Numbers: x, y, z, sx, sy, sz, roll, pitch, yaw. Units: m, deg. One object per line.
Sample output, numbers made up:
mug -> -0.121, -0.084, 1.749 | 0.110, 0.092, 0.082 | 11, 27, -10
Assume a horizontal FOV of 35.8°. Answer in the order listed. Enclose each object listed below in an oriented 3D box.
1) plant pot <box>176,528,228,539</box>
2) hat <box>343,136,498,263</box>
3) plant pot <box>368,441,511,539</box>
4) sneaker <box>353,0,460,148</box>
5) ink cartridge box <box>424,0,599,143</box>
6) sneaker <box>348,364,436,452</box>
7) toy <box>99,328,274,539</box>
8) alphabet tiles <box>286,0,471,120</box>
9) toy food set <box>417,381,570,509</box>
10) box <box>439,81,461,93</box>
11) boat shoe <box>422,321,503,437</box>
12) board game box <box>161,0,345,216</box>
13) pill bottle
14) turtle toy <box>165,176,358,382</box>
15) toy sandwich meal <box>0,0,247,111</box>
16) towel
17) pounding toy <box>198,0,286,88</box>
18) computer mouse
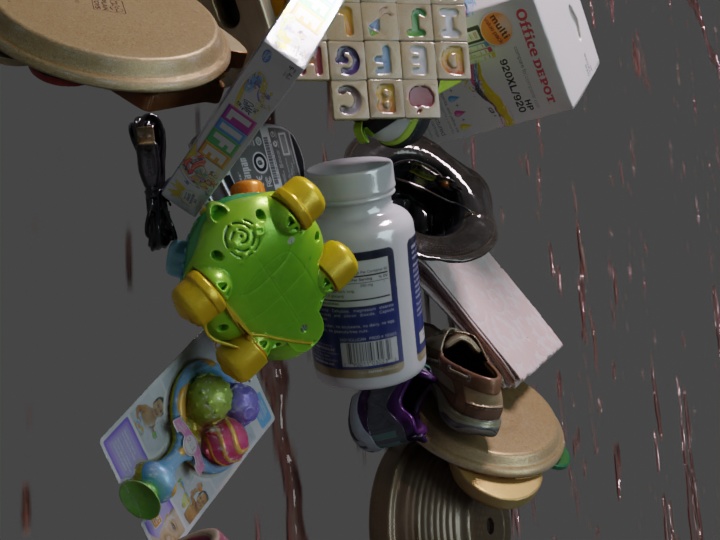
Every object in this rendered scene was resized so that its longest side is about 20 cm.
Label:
plant pot -> -0.104, 0.291, 0.776 | 0.180, 0.199, 0.200 | 59, 35, -5
hat -> 0.051, -0.060, 1.187 | 0.199, 0.081, 0.202 | 20, 40, -17
plant pot -> 0.098, 0.271, 1.181 | 0.200, 0.092, 0.203 | 25, 61, -54
sneaker -> 0.033, -0.207, 0.990 | 0.082, 0.071, 0.202 | 17, 77, -42
ink cartridge box -> 0.157, -0.260, 1.319 | 0.148, 0.198, 0.145 | 64, 35, -23
sneaker -> 0.046, 0.087, 1.150 | 0.074, 0.087, 0.202 | 34, 54, -49
toy -> -0.122, 0.128, 0.908 | 0.200, 0.047, 0.116 | -48, 122, -51
alphabet tiles -> 0.015, -0.229, 0.959 | 0.165, 0.006, 0.203 | -3, 86, -21
toy food set -> 0.128, 0.163, 1.194 | 0.197, 0.199, 0.049 | -25, 137, -52
box -> 0.033, -0.271, 1.187 | 0.121, 0.048, 0.201 | -30, 123, -14
boat shoe -> 0.101, 0.096, 1.161 | 0.075, 0.200, 0.073 | 5, 111, -23
board game box -> -0.077, -0.144, 0.855 | 0.034, 0.200, 0.135 | 34, 50, -11
pill bottle -> 0.000, 0.000, 1.049 | 0.111, 0.110, 0.202 | -30, 118, -57
turtle toy -> -0.084, 0.010, 0.917 | 0.146, 0.101, 0.201 | -43, 136, -15
toy sandwich meal -> -0.184, -0.161, 0.808 | 0.205, 0.204, 0.071 | -41, 155, -54
towel -> 0.143, 0.040, 1.285 | 0.192, 0.032, 0.200 | 52, 23, 10
pounding toy -> -0.065, -0.250, 1.014 | 0.184, 0.141, 0.202 | -39, 115, -55
computer mouse -> -0.123, -0.083, 0.973 | 0.199, 0.044, 0.111 | -13, 88, -53
